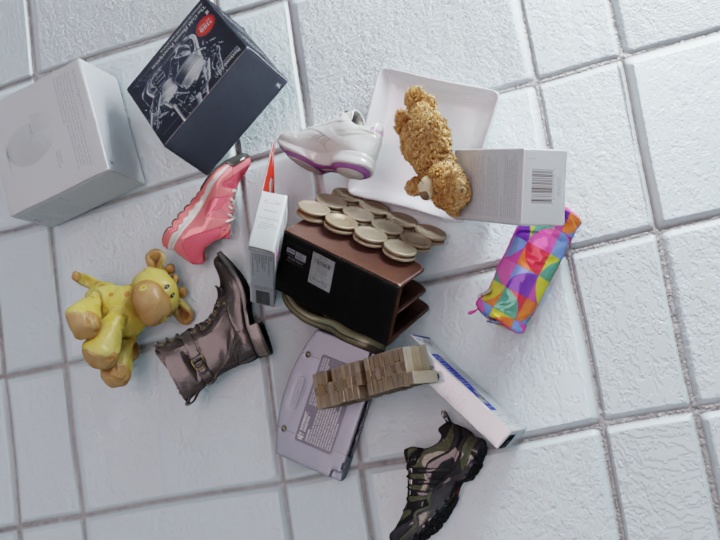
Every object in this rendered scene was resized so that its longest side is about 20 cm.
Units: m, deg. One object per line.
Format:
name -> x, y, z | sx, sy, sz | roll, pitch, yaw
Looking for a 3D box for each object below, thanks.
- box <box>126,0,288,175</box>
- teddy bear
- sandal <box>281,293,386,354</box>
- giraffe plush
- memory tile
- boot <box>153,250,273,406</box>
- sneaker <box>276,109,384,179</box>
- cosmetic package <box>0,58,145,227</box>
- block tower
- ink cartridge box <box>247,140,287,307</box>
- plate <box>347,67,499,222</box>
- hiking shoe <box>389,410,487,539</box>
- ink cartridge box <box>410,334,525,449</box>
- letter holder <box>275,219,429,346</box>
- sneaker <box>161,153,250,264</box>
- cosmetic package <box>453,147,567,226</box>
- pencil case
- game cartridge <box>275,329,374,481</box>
box -> -0.242, -0.291, 1.726 | 0.200, 0.104, 0.182 | -48, 48, 9
teddy bear -> 0.091, -0.169, 1.576 | 0.145, 0.066, 0.203 | -33, 66, 56
sandal -> -0.033, 0.067, 1.640 | 0.199, 0.079, 0.058 | 26, 95, 34
giraffe plush -> -0.357, 0.063, 1.752 | 0.160, 0.174, 0.201 | -22, 42, 6
memory tile -> 0.016, -0.068, 1.617 | 0.198, 0.153, 0.017 | 26, 116, 21
boot -> -0.244, 0.088, 1.716 | 0.172, 0.069, 0.202 | -24, 78, 3
sneaker -> -0.042, -0.197, 1.683 | 0.198, 0.075, 0.101 | 15, 78, 38
cosmetic package -> -0.489, -0.208, 1.829 | 0.198, 0.123, 0.202 | -22, 77, 18
block tower -> 0.018, 0.152, 1.563 | 0.198, 0.054, 0.059 | -19, 77, 43
ink cartridge box -> -0.128, -0.065, 1.631 | 0.043, 0.201, 0.176 | 12, 66, 1
plate -> 0.095, -0.189, 1.661 | 0.197, 0.032, 0.203 | 15, 90, 21
hiking shoe -> 0.095, 0.305, 1.589 | 0.100, 0.076, 0.201 | 36, 88, 28
ink cartridge box -> 0.144, 0.171, 1.565 | 0.200, 0.099, 0.039 | 44, 100, 20
letter holder -> 0.000, 0.000, 1.601 | 0.198, 0.142, 0.102 | 26, 123, 23
sneaker -> -0.227, -0.096, 1.760 | 0.087, 0.074, 0.201 | 40, 97, -1
cosmetic package -> 0.202, -0.116, 1.518 | 0.070, 0.199, 0.103 | 0, 96, -23
pencil case -> 0.235, -0.007, 1.561 | 0.088, 0.088, 0.202 | 30, 92, 20
game cartridge -> -0.052, 0.199, 1.668 | 0.132, 0.041, 0.203 | 19, 91, 25
